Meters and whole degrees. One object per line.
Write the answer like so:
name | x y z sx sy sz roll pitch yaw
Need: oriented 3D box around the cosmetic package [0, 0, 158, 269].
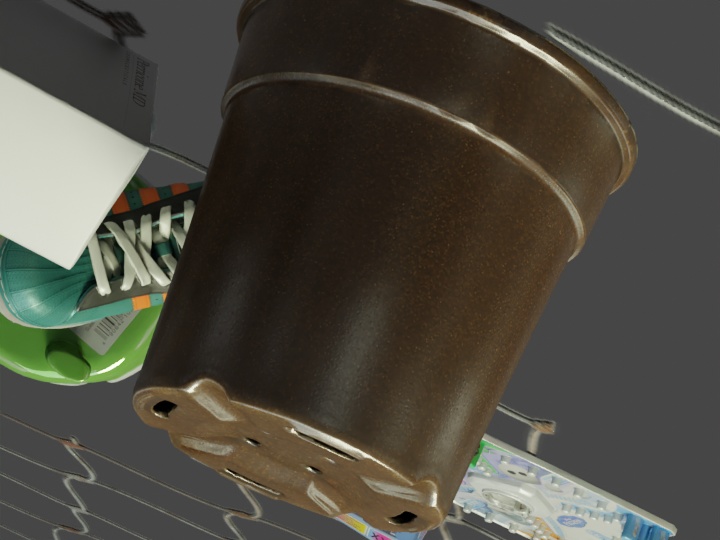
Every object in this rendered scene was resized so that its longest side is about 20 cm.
cosmetic package | -0.206 -0.097 0.960 0.200 0.085 0.108 27 -156 -18

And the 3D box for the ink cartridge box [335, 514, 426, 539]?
ink cartridge box | 0.003 0.112 1.335 0.136 0.076 0.200 30 157 7

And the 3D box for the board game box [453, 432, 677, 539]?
board game box | 0.113 0.179 1.502 0.200 0.026 0.200 26 161 -11

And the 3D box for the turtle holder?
turtle holder | -0.189 -0.005 1.177 0.185 0.141 0.132 10 176 8

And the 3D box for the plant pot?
plant pot | 0.000 0.000 0.890 0.200 0.198 0.200 20 160 8

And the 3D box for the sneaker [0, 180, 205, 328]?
sneaker | -0.104 -0.017 1.051 0.200 0.071 0.080 -17 -175 -43
